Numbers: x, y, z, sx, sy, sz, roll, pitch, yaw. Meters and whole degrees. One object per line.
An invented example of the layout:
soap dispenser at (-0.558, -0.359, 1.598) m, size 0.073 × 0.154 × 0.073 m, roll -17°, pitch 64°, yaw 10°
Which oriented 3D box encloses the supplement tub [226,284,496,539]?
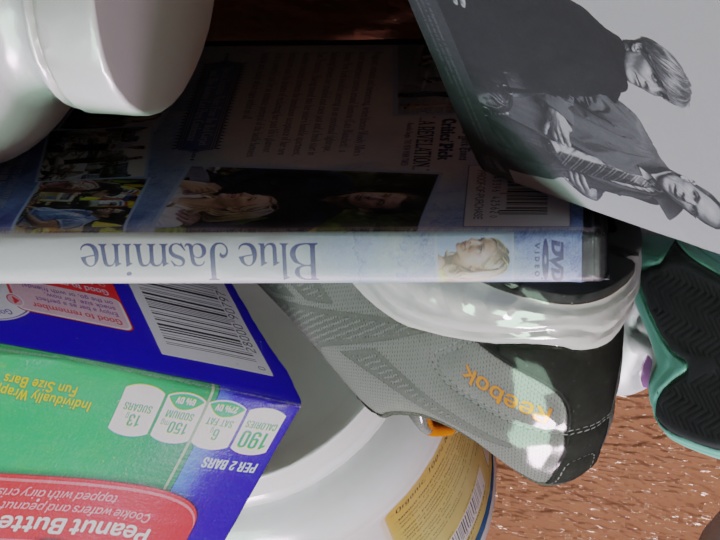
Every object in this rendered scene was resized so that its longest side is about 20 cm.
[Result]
supplement tub at (-0.032, 0.047, 0.980) m, size 0.144 × 0.145 × 0.200 m, roll 9°, pitch 159°, yaw 12°

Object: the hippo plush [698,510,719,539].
hippo plush at (0.210, 0.155, 1.092) m, size 0.199 × 0.160 × 0.161 m, roll -1°, pitch 156°, yaw 37°

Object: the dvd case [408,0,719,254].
dvd case at (0.073, -0.061, 0.617) m, size 0.200 × 0.025 × 0.151 m, roll 21°, pitch 145°, yaw 47°

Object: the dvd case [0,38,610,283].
dvd case at (-0.033, -0.032, 0.769) m, size 0.199 × 0.143 × 0.018 m, roll 0°, pitch 114°, yaw 5°

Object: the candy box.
candy box at (-0.139, 0.081, 0.813) m, size 0.169 × 0.077 × 0.200 m, roll 12°, pitch 121°, yaw -33°

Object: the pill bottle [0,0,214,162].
pill bottle at (-0.143, -0.087, 0.743) m, size 0.199 × 0.113 × 0.112 m, roll 5°, pitch 159°, yaw 20°

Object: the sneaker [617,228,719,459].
sneaker at (0.101, -0.009, 0.856) m, size 0.140 × 0.078 × 0.200 m, roll -12°, pitch -146°, yaw -40°

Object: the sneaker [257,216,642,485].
sneaker at (0.000, 0.000, 0.813) m, size 0.074 × 0.080 × 0.200 m, roll -19°, pitch -149°, yaw -31°
